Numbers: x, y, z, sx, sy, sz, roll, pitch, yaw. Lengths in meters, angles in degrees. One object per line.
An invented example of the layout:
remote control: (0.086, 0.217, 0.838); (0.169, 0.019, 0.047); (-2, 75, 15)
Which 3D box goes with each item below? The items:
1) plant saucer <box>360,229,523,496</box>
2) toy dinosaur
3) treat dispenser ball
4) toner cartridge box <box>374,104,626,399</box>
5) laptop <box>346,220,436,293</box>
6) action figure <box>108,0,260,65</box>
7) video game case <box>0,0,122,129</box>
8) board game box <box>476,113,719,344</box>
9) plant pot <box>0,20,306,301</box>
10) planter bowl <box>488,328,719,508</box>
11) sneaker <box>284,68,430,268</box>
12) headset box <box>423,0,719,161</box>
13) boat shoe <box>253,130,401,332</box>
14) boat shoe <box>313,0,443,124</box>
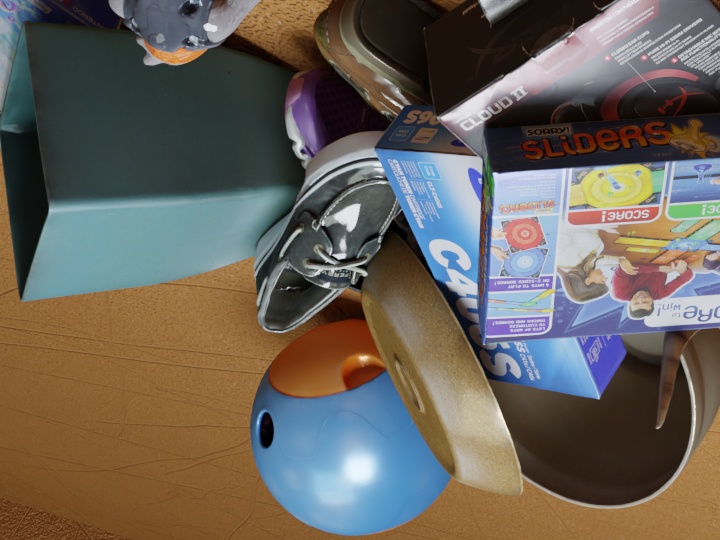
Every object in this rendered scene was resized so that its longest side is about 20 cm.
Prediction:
plant saucer: (0.047, 0.070, 1.153); (0.201, 0.035, 0.200); (62, 172, 16)
toy dinosaur: (0.211, 0.016, 0.995); (0.106, 0.199, 0.061); (47, 130, 30)
treat dispenser ball: (-0.004, 0.146, 1.595); (0.199, 0.202, 0.201); (19, 160, 7)
toner cartridge box: (0.089, -0.010, 1.052); (0.094, 0.043, 0.201); (6, 137, 39)
laptop: (0.000, 0.000, 1.356); (0.176, 0.104, 0.200); (22, 160, 1)
action figure: (-0.138, -0.194, 1.007); (0.198, 0.105, 0.194); (13, 149, 17)
video game case: (-0.295, -0.182, 1.187); (0.199, 0.046, 0.181); (33, 138, -25)
board game box: (0.163, -0.022, 0.904); (0.198, 0.035, 0.136); (-4, 138, -2)
plant pot: (-0.136, -0.076, 1.178); (0.198, 0.142, 0.141); (-3, 155, -20)
planter bowl: (0.174, 0.043, 1.181); (0.199, 0.135, 0.202); (22, 128, 31)
sneaker: (0.036, -0.078, 1.167); (0.200, 0.081, 0.088); (36, 143, -30)
headset box: (0.139, -0.099, 0.901); (0.148, 0.075, 0.200); (-32, 132, 26)
boat shoe: (-0.015, -0.018, 1.131); (0.072, 0.071, 0.200); (11, 149, -19)
boat shoe: (0.057, -0.108, 1.077); (0.200, 0.072, 0.068); (42, 156, -19)
